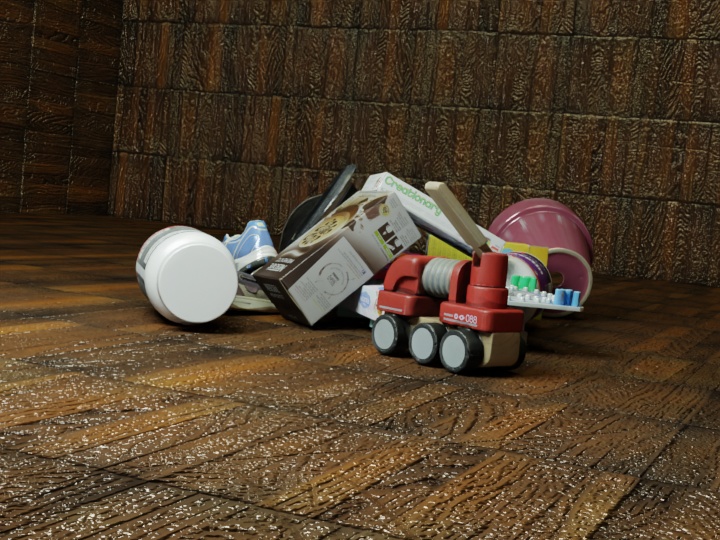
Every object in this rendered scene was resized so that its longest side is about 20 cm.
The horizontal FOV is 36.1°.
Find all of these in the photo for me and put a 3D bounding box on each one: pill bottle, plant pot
[{"bbox_3d":[0.231,0.028,1.694,0.112,0.113,0.200,7,6,17],"label":"pill bottle"},{"bbox_3d":[-0.217,0.007,1.389,0.116,0.116,0.200,4,5,-16],"label":"pill bottle"},{"bbox_3d":[0.327,-0.008,1.963,0.200,0.200,0.179,5,20,-5],"label":"plant pot"}]

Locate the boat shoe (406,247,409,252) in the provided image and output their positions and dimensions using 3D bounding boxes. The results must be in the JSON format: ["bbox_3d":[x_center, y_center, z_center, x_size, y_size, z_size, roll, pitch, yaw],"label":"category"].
[{"bbox_3d":[0.032,-0.040,1.711,0.066,0.070,0.200,-33,-11,-1],"label":"boat shoe"}]

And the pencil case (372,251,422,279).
[{"bbox_3d":[0.000,0.000,1.620,0.200,0.089,0.088,10,2,-25],"label":"pencil case"}]

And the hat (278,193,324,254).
[{"bbox_3d":[-0.036,-0.032,1.890,0.200,0.201,0.081,4,22,-22],"label":"hat"}]

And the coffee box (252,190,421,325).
[{"bbox_3d":[-0.033,-0.020,1.494,0.200,0.080,0.113,-39,19,-18],"label":"coffee box"}]

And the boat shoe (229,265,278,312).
[{"bbox_3d":[-0.134,0.026,1.585,0.072,0.065,0.200,7,3,39],"label":"boat shoe"}]

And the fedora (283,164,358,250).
[{"bbox_3d":[-0.038,-0.071,1.759,0.092,0.201,0.201,36,1,-7],"label":"fedora"}]

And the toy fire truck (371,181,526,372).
[{"bbox_3d":[0.094,0.004,1.239,0.128,0.200,0.176,3,5,-40],"label":"toy fire truck"}]

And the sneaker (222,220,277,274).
[{"bbox_3d":[-0.185,-0.012,1.682,0.076,0.077,0.200,1,-20,-38],"label":"sneaker"}]

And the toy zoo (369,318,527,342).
[{"bbox_3d":[0.108,0.078,1.498,0.200,0.021,0.131,4,4,-18],"label":"toy zoo"}]

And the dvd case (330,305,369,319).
[{"bbox_3d":[0.019,0.056,1.691,0.146,0.022,0.200,5,5,-10],"label":"dvd case"}]

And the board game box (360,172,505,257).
[{"bbox_3d":[0.102,-0.077,1.597,0.200,0.035,0.126,29,-2,-10],"label":"board game box"}]

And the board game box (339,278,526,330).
[{"bbox_3d":[0.090,0.044,1.499,0.199,0.041,0.200,4,5,-21],"label":"board game box"}]

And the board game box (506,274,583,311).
[{"bbox_3d":[0.169,0.021,1.468,0.199,0.026,0.200,5,5,-11],"label":"board game box"}]

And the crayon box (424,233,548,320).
[{"bbox_3d":[0.203,0.012,1.825,0.200,0.127,0.051,7,4,0],"label":"crayon box"}]
